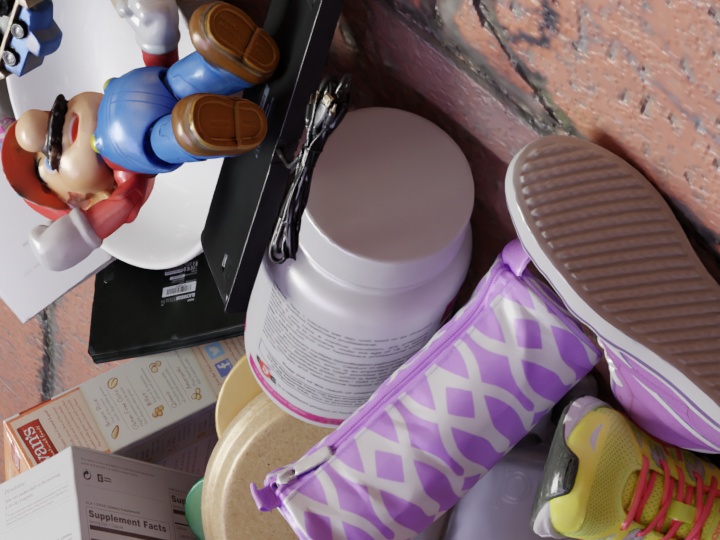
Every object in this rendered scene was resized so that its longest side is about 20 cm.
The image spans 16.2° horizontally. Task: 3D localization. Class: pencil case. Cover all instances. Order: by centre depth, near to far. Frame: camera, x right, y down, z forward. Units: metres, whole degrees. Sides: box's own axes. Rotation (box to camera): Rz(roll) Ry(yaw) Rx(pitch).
[{"bbox_3d":[0.034,0.078,1.343,0.086,0.200,0.084,47,179,-28],"label":"pencil case"}]

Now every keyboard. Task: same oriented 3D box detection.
[{"bbox_3d":[-0.039,-0.067,1.306,0.127,0.021,0.200,-115,37,-54],"label":"keyboard"},{"bbox_3d":[-0.101,0.003,1.616,0.040,0.104,0.200,17,162,-39],"label":"keyboard"}]

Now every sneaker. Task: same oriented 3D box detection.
[{"bbox_3d":[0.131,0.022,1.280,0.201,0.073,0.114,48,159,-7],"label":"sneaker"},{"bbox_3d":[0.158,0.120,1.345,0.090,0.078,0.200,19,179,29],"label":"sneaker"}]

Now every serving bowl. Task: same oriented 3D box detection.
[{"bbox_3d":[-0.121,-0.104,1.459,0.200,0.066,0.200,25,126,39],"label":"serving bowl"}]

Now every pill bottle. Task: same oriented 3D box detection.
[{"bbox_3d":[0.000,0.000,1.401,0.113,0.113,0.200,40,155,12],"label":"pill bottle"}]

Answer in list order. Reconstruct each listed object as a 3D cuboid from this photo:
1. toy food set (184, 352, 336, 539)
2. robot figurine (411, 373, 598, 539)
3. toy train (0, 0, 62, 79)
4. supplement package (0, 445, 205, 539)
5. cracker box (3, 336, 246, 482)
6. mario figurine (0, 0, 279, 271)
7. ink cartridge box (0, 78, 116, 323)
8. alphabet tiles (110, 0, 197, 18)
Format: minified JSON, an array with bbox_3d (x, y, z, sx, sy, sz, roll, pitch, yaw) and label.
[{"bbox_3d":[-0.004,0.144,1.530,0.200,0.198,0.049,13,-161,-5],"label":"toy food set"},{"bbox_3d":[0.076,0.145,1.443,0.113,0.169,0.200,26,111,41],"label":"robot figurine"},{"bbox_3d":[-0.168,-0.183,1.395,0.046,0.034,0.200,35,127,11],"label":"toy train"},{"bbox_3d":[-0.188,0.207,1.609,0.200,0.111,0.156,-27,150,34],"label":"supplement package"},{"bbox_3d":[-0.138,0.105,1.686,0.058,0.200,0.134,57,160,19],"label":"cracker box"},{"bbox_3d":[-0.135,-0.077,1.341,0.200,0.123,0.106,-23,107,50],"label":"mario figurine"},{"bbox_3d":[-0.230,-0.085,1.593,0.200,0.087,0.145,49,-162,-13],"label":"ink cartridge box"},{"bbox_3d":[-0.098,-0.214,1.286,0.200,0.008,0.167,-7,121,45],"label":"alphabet tiles"}]
